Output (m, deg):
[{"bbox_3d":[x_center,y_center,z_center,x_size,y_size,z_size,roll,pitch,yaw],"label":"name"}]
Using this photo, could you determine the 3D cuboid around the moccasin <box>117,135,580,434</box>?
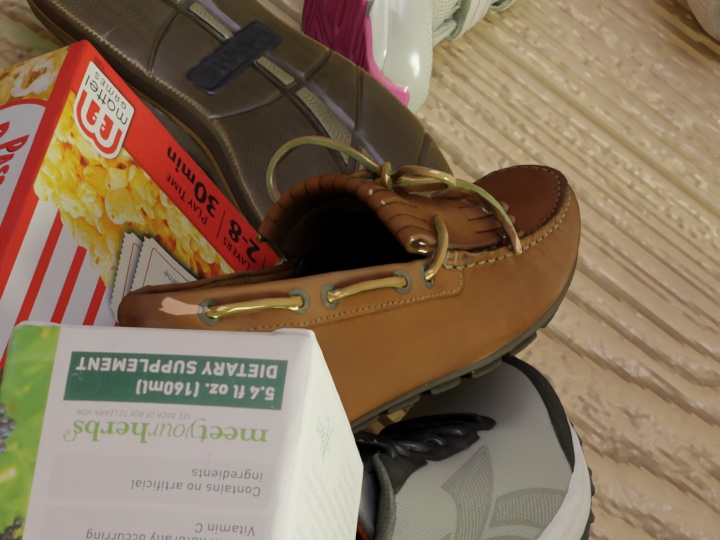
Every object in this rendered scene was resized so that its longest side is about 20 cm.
[{"bbox_3d":[-0.001,0.000,0.814,0.201,0.073,0.078,-24,105,-44],"label":"moccasin"}]

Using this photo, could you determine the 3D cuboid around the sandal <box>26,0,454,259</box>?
[{"bbox_3d":[-0.040,-0.045,0.924,0.200,0.054,0.080,43,53,15],"label":"sandal"}]

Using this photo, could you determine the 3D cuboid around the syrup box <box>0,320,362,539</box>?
[{"bbox_3d":[-0.053,0.119,0.655,0.078,0.082,0.201,2,62,11],"label":"syrup box"}]

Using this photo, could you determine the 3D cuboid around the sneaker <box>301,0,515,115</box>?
[{"bbox_3d":[0.034,-0.130,0.998,0.088,0.082,0.201,16,52,-6],"label":"sneaker"}]

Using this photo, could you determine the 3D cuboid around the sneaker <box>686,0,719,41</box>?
[{"bbox_3d":[0.209,-0.126,1.063,0.199,0.076,0.105,-3,52,-14],"label":"sneaker"}]

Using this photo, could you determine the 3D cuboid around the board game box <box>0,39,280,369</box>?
[{"bbox_3d":[-0.077,0.059,0.786,0.152,0.046,0.201,48,41,-35],"label":"board game box"}]

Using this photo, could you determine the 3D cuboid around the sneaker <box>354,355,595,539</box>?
[{"bbox_3d":[0.014,0.074,0.811,0.080,0.074,0.200,68,29,-20],"label":"sneaker"}]

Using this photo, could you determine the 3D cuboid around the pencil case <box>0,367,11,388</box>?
[{"bbox_3d":[-0.191,0.032,0.693,0.199,0.088,0.088,-22,60,5],"label":"pencil case"}]
